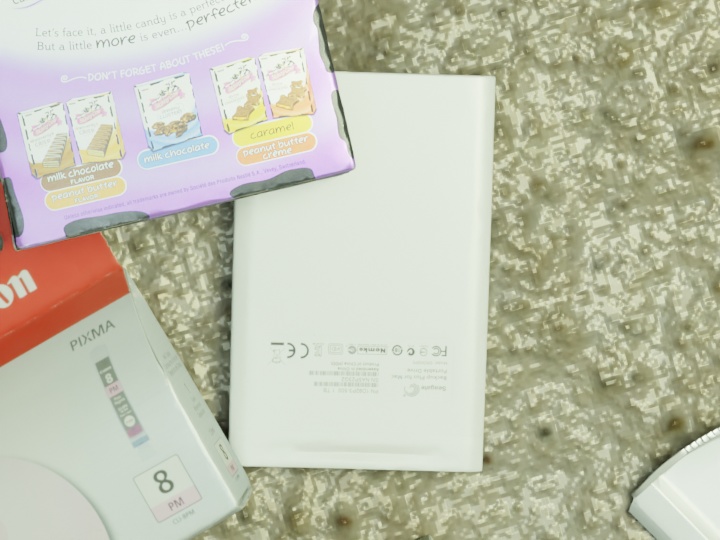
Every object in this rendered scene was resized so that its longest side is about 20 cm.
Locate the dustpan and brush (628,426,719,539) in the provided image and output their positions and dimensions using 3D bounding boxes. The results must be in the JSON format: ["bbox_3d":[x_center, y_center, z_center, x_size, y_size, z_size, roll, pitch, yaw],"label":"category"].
[{"bbox_3d":[0.252,0.099,1.147,0.140,0.057,0.200,44,92,-3],"label":"dustpan and brush"}]

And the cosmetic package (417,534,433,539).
[{"bbox_3d":[-0.028,0.228,1.147,0.199,0.073,0.104,-27,94,1],"label":"cosmetic package"}]

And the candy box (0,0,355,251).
[{"bbox_3d":[-0.106,-0.126,1.090,0.166,0.072,0.202,-13,93,-4],"label":"candy box"}]

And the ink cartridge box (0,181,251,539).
[{"bbox_3d":[-0.173,0.068,1.136,0.162,0.057,0.201,-30,97,9],"label":"ink cartridge box"}]

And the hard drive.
[{"bbox_3d":[0.000,0.000,1.155,0.131,0.026,0.202,2,94,-1],"label":"hard drive"}]
